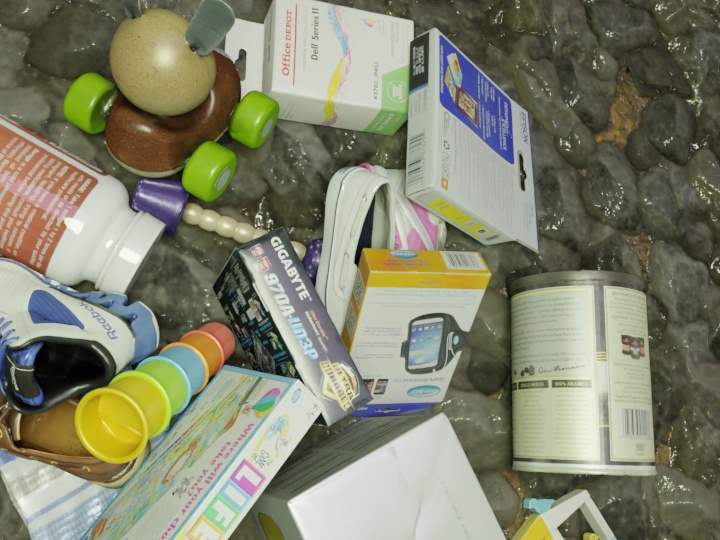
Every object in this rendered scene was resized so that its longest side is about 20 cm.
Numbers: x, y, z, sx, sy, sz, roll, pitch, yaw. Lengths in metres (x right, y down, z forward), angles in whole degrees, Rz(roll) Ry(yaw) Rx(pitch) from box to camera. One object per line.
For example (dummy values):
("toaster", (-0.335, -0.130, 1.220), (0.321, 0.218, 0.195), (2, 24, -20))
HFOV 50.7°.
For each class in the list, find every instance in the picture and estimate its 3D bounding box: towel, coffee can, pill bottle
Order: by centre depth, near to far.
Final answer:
("towel", (-0.224, 0.184, 0.652), (0.147, 0.024, 0.200), (-33, 72, -8))
("pill bottle", (-0.285, -0.056, 0.684), (0.200, 0.112, 0.112), (31, 70, -10))
("coffee can", (0.233, 0.112, 0.809), (0.146, 0.146, 0.200), (7, 76, -18))

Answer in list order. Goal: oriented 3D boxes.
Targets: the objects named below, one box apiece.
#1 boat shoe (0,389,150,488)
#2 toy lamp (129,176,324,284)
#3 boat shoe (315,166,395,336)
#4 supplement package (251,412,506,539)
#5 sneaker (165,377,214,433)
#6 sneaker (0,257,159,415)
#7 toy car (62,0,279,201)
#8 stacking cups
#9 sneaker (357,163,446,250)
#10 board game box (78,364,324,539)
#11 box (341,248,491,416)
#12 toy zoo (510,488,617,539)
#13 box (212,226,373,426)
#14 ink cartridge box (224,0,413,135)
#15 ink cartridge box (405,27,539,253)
("boat shoe", (-0.273, 0.119, 0.633), (0.200, 0.068, 0.072), (19, 69, 10))
("toy lamp", (-0.130, -0.042, 0.767), (0.200, 0.058, 0.058), (23, 72, -16))
("boat shoe", (0.000, 0.000, 0.753), (0.074, 0.065, 0.200), (-17, 116, -37))
("supplement package", (0.007, 0.229, 0.674), (0.151, 0.200, 0.152), (-25, 87, -22))
("sneaker", (-0.133, 0.189, 0.703), (0.099, 0.071, 0.200), (-7, 76, -16))
("sneaker", (-0.275, 0.052, 0.611), (0.199, 0.115, 0.081), (11, 109, -1))
("toy car", (-0.166, -0.191, 0.684), (0.164, 0.200, 0.158), (30, 57, 4))
("stacking cups", (-0.165, 0.095, 0.652), (0.060, 0.200, 0.061), (2, 102, 11))
("sneaker", (0.058, -0.024, 0.813), (0.088, 0.081, 0.200), (-14, 89, -28))
("board game box", (-0.129, 0.164, 0.580), (0.034, 0.134, 0.200), (49, 65, -23))
("box", (0.042, 0.068, 0.753), (0.119, 0.200, 0.042), (2, 40, -17))
("toy zoo", (0.233, 0.335, 0.826), (0.131, 0.020, 0.200), (-32, 89, -22))
("box", (-0.071, 0.060, 0.685), (0.046, 0.200, 0.159), (-27, 87, -19))
("ink cartridge box", (-0.045, -0.225, 0.829), (0.200, 0.067, 0.117), (4, 77, -18))
("ink cartridge box", (0.127, -0.135, 0.850), (0.200, 0.047, 0.198), (28, 55, -44))
